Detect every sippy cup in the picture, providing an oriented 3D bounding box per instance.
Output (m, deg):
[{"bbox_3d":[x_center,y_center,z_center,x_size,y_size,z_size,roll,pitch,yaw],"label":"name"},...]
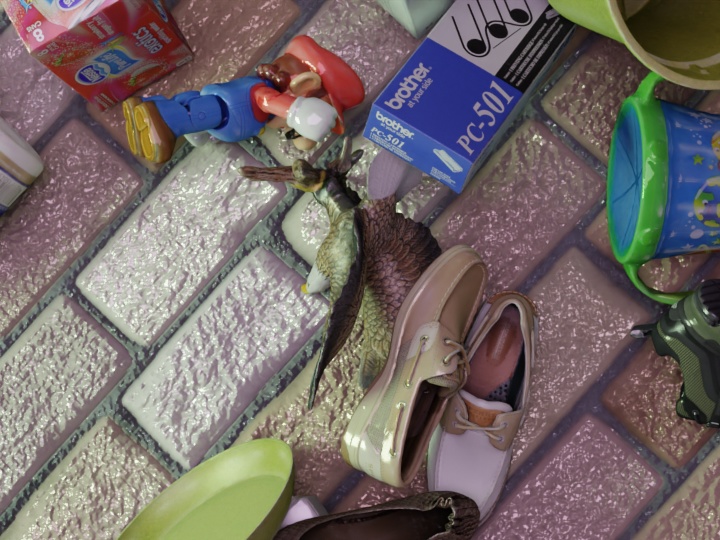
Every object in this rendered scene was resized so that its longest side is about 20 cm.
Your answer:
[{"bbox_3d":[0.274,-0.070,1.367,0.130,0.178,0.140,1,48,-4],"label":"sippy cup"}]

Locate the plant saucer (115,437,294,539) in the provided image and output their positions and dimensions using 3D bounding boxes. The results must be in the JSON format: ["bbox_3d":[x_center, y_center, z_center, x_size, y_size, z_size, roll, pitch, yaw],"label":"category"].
[{"bbox_3d":[-0.127,0.212,1.357,0.200,0.200,0.031,-36,108,2],"label":"plant saucer"}]

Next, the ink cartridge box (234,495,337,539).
[{"bbox_3d":[-0.043,0.301,1.380,0.145,0.083,0.200,-35,81,1],"label":"ink cartridge box"}]

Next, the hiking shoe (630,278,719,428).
[{"bbox_3d":[0.309,0.100,1.375,0.101,0.076,0.200,-32,100,42],"label":"hiking shoe"}]

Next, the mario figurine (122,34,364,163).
[{"bbox_3d":[-0.088,-0.120,1.418,0.200,0.106,0.124,-15,51,-17],"label":"mario figurine"}]

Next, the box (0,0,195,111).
[{"bbox_3d":[-0.219,-0.213,1.398,0.100,0.200,0.096,-30,79,2],"label":"box"}]

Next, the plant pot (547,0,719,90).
[{"bbox_3d":[0.231,-0.249,1.326,0.200,0.184,0.201,-4,102,-21],"label":"plant pot"}]

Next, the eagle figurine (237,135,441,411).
[{"bbox_3d":[-0.002,0.003,1.391,0.151,0.151,0.200,-17,71,-10],"label":"eagle figurine"}]

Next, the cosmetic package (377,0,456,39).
[{"bbox_3d":[0.011,-0.317,1.383,0.123,0.199,0.200,-43,81,1],"label":"cosmetic package"}]

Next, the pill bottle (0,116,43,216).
[{"bbox_3d":[-0.376,-0.056,1.440,0.120,0.120,0.200,43,90,9],"label":"pill bottle"}]

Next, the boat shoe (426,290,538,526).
[{"bbox_3d":[0.097,0.113,1.392,0.075,0.068,0.201,12,87,5],"label":"boat shoe"}]

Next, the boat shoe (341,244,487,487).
[{"bbox_3d":[0.057,0.076,1.356,0.065,0.072,0.200,22,80,37],"label":"boat shoe"}]

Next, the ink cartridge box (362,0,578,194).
[{"bbox_3d":[0.092,-0.159,1.383,0.094,0.044,0.200,31,55,8],"label":"ink cartridge box"}]

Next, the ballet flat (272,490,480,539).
[{"bbox_3d":[0.003,0.214,1.329,0.199,0.046,0.068,-13,73,-17],"label":"ballet flat"}]
